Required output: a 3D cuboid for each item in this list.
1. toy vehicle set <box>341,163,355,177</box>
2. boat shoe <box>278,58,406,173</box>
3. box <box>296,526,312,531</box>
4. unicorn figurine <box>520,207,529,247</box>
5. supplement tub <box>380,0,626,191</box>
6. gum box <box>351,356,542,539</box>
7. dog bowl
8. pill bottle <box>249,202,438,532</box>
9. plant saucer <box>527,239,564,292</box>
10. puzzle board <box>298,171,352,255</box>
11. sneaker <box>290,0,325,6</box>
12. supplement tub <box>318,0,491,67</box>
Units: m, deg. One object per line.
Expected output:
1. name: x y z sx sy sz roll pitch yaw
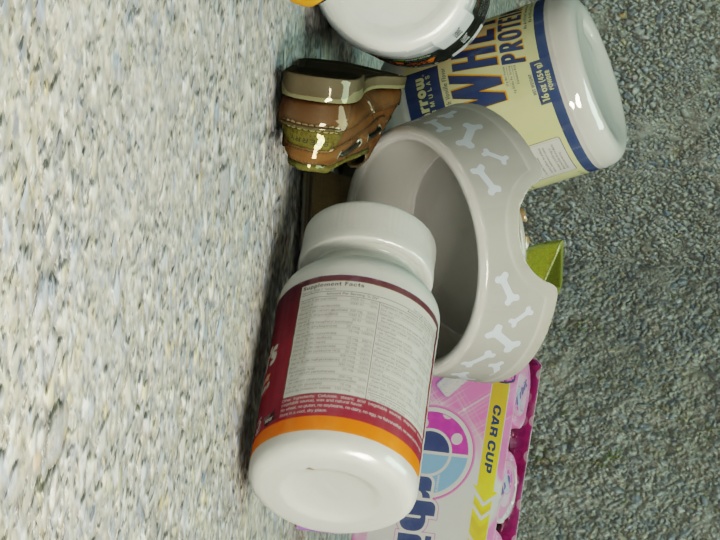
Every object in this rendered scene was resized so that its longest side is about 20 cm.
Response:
1. toy vehicle set: 0.000 0.000 1.925 0.124 0.026 0.201 -75 167 -59
2. boat shoe: -0.019 -0.107 1.580 0.200 0.072 0.068 -24 122 -72
3. box: -0.003 0.098 1.791 0.137 0.039 0.201 -1 95 -71
4. unicorn figurine: 0.073 -0.039 1.981 0.200 0.137 0.074 -112 -174 -47
5. supplement tub: 0.101 -0.127 1.847 0.145 0.199 0.146 -17 90 -73
6. gum box: 0.065 0.156 1.768 0.066 0.113 0.201 40 57 -66
7. dog bowl: 0.058 -0.016 1.619 0.200 0.058 0.201 17 -69 55
8. pill bottle: -0.006 0.061 1.504 0.110 0.109 0.201 84 12 -54
9. plant saucer: 0.127 0.073 2.121 0.200 0.048 0.201 70 44 -77
10. puzzle board: -0.004 0.034 1.700 0.151 0.017 0.201 15 75 -56
11. sneaker: -0.024 -0.247 1.411 0.200 0.078 0.077 84 21 -50
12. supplement tub: 0.035 -0.215 1.707 0.200 0.122 0.123 -11 105 -82
